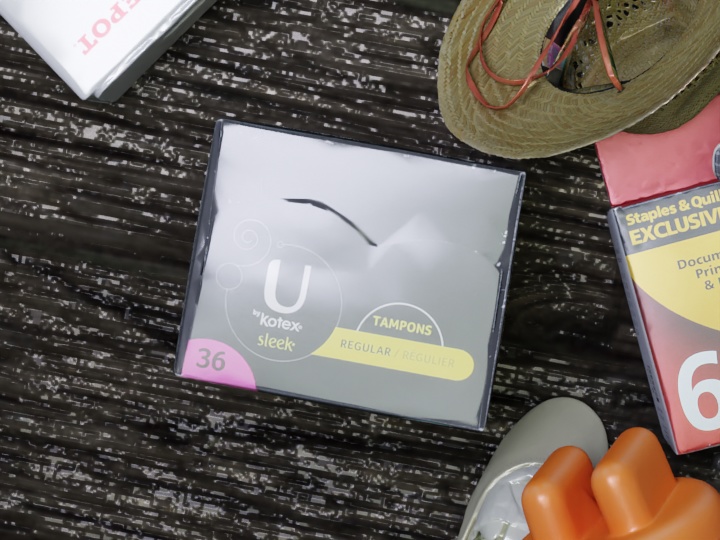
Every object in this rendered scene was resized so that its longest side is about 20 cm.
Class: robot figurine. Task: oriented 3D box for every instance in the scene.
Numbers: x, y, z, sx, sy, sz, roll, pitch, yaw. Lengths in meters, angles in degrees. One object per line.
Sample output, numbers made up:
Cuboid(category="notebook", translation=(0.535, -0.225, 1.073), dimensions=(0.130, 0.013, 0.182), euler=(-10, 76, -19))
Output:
Cuboid(category="robot figurine", translation=(0.144, 0.182, 1.277), dimensions=(0.144, 0.117, 0.200), euler=(-24, 99, -13))

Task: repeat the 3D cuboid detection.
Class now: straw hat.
Cuboid(category="straw hat", translation=(0.143, -0.116, 1.316), dimensions=(0.201, 0.201, 0.085), euler=(-47, 127, 3))

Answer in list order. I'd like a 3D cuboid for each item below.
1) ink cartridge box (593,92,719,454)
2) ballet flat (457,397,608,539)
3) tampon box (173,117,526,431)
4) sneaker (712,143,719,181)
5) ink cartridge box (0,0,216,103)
Cuboid(category="ink cartridge box", translation=(0.233, -0.016, 1.321), dimensions=(0.199, 0.084, 0.176), euler=(-16, 90, 3))
Cuboid(category="ballet flat", translation=(0.074, 0.161, 1.344), dimensions=(0.069, 0.069, 0.200), euler=(26, 93, 2))
Cuboid(category="tampon box", translation=(0.000, 0.000, 1.275), dimensions=(0.149, 0.200, 0.127), euler=(10, 92, 3))
Cuboid(category="sneaker", translation=(0.236, -0.116, 1.290), dimensions=(0.080, 0.200, 0.077), euler=(-2, 132, 31))
Cuboid(category="ink cartridge box", translation=(-0.153, -0.205, 1.335), dimensions=(0.145, 0.084, 0.200), euler=(-44, 88, 3))
